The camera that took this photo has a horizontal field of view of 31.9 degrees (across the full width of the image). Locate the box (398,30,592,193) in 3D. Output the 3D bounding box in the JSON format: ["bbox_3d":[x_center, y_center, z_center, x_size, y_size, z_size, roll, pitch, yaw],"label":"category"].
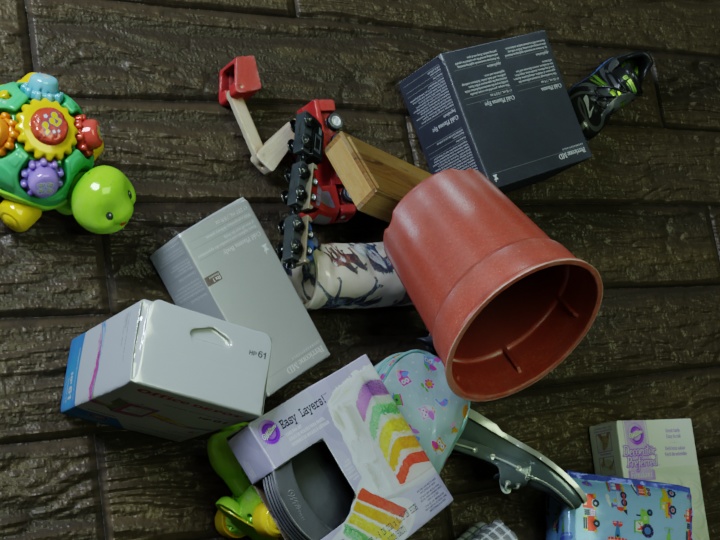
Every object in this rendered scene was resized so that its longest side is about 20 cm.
[{"bbox_3d":[0.178,-0.197,1.656,0.198,0.104,0.185,-18,85,-36],"label":"box"}]

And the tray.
[{"bbox_3d":[0.048,-0.095,1.516,0.199,0.037,0.099,18,35,-50],"label":"tray"}]

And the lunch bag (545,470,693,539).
[{"bbox_3d":[0.336,0.340,1.567,0.196,0.094,0.153,6,71,-7],"label":"lunch bag"}]

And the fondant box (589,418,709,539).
[{"bbox_3d":[0.387,0.302,1.676,0.142,0.058,0.204,3,73,-33],"label":"fondant box"}]

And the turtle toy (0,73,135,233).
[{"bbox_3d":[-0.316,-0.116,1.293,0.200,0.101,0.146,46,56,-14],"label":"turtle toy"}]

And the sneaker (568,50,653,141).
[{"bbox_3d":[0.356,-0.259,1.807,0.071,0.082,0.200,51,56,-10],"label":"sneaker"}]

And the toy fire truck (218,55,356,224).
[{"bbox_3d":[-0.086,-0.151,1.499,0.139,0.049,0.204,-6,80,-34],"label":"toy fire truck"}]

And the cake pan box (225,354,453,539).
[{"bbox_3d":[-0.020,0.205,1.277,0.199,0.052,0.186,-25,79,-45],"label":"cake pan box"}]

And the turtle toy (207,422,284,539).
[{"bbox_3d":[-0.085,0.242,1.319,0.200,0.145,0.102,41,63,-16],"label":"turtle toy"}]

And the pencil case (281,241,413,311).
[{"bbox_3d":[0.000,0.000,1.495,0.197,0.078,0.091,-3,61,-34],"label":"pencil case"}]

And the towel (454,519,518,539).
[{"bbox_3d":[0.149,0.417,1.465,0.165,0.085,0.202,-32,95,-35],"label":"towel"}]

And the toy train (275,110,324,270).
[{"bbox_3d":[-0.065,-0.088,1.435,0.046,0.034,0.203,31,53,-42],"label":"toy train"}]

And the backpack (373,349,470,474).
[{"bbox_3d":[0.039,0.190,1.435,0.167,0.126,0.201,43,54,-11],"label":"backpack"}]

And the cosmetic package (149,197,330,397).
[{"bbox_3d":[-0.132,0.039,1.390,0.106,0.090,0.202,-33,92,-38],"label":"cosmetic package"}]

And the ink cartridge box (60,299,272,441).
[{"bbox_3d":[-0.196,0.105,1.256,0.143,0.199,0.086,18,66,-28],"label":"ink cartridge box"}]

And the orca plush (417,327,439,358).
[{"bbox_3d":[0.127,0.102,1.523,0.103,0.200,0.072,-4,95,9],"label":"orca plush"}]

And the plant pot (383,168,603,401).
[{"bbox_3d":[0.132,0.004,1.396,0.198,0.203,0.196,-4,42,-34],"label":"plant pot"}]

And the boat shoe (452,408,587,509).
[{"bbox_3d":[0.178,0.237,1.518,0.198,0.073,0.062,33,75,13],"label":"boat shoe"}]
